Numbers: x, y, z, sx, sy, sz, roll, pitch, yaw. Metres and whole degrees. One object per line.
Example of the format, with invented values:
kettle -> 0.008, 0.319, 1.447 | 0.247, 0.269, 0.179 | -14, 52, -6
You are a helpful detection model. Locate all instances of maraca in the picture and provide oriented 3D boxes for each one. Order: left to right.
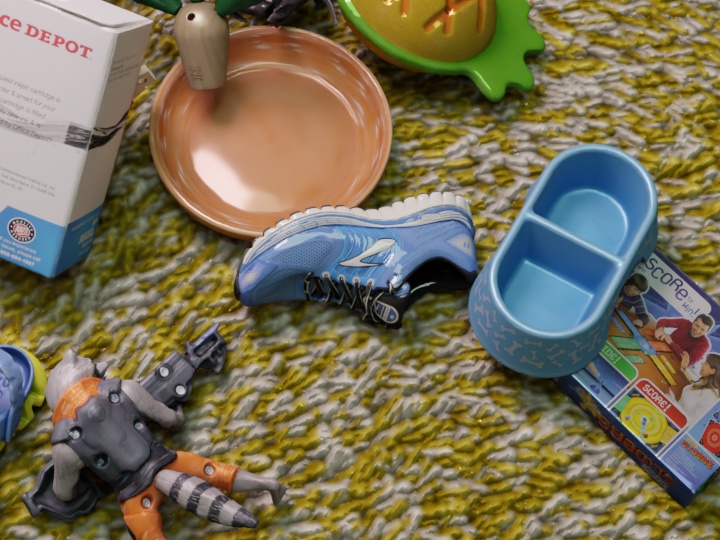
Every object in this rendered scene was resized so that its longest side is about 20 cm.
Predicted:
maraca -> 0.065, -0.218, 1.363 | 0.199, 0.107, 0.138 | 28, 59, -12

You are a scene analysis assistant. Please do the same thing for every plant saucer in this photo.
plant saucer -> -0.073, -0.109, 1.335 | 0.198, 0.038, 0.202 | 1, 63, -2

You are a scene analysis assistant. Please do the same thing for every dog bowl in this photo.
dog bowl -> 0.161, -0.015, 1.254 | 0.111, 0.050, 0.201 | 27, 64, 11

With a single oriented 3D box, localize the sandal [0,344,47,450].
sandal -> -0.292, 0.132, 1.176 | 0.079, 0.087, 0.201 | 15, 65, 2

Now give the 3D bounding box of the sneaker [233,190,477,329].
sneaker -> 0.000, 0.000, 1.262 | 0.198, 0.079, 0.090 | -12, 62, -9

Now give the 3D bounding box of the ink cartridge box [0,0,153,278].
ink cartridge box -> -0.258, -0.118, 1.241 | 0.144, 0.084, 0.202 | 22, 108, 8

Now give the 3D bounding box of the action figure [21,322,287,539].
action figure -> -0.143, 0.119, 1.183 | 0.193, 0.105, 0.200 | 37, 70, 4

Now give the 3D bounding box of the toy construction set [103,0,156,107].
toy construction set -> -0.246, -0.189, 1.342 | 0.130, 0.092, 0.201 | -21, 56, -13

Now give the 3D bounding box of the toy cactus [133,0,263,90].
toy cactus -> -0.129, -0.224, 1.282 | 0.198, 0.167, 0.102 | -1, 22, 10

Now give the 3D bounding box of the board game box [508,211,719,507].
board game box -> 0.225, 0.066, 1.264 | 0.135, 0.035, 0.200 | -39, 71, -20

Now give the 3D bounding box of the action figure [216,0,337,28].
action figure -> -0.103, -0.269, 1.371 | 0.198, 0.103, 0.119 | 17, 43, 12
